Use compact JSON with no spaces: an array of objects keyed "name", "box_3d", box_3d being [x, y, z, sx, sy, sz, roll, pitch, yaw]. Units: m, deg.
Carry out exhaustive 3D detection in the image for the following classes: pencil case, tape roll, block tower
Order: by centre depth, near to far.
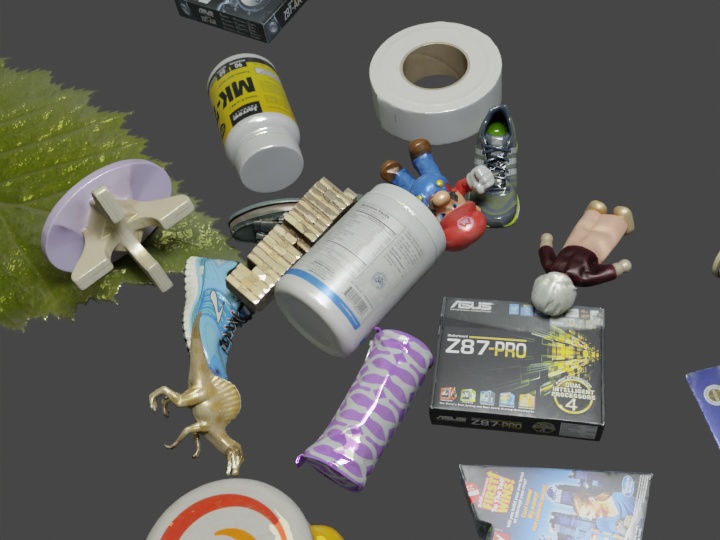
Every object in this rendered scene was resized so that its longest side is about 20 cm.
[{"name":"pencil case","box_3d":[0.010,0.158,1.012,0.085,0.084,0.200,25,63,14]},{"name":"block tower","box_3d":[-0.089,-0.035,1.122,0.058,0.054,0.200,40,70,9]},{"name":"tape roll","box_3d":[0.114,-0.287,1.316,0.202,0.071,0.203,-4,55,5]}]

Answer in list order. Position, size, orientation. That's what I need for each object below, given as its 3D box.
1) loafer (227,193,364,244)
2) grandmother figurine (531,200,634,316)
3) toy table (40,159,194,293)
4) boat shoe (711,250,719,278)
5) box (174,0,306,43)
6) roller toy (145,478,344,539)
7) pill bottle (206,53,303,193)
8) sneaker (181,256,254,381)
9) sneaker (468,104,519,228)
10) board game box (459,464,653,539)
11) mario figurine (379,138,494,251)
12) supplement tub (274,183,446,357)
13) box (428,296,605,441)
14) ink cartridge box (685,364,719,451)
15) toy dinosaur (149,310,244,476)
[{"name":"loafer","box_3d":[-0.083,-0.061,1.192,0.200,0.072,0.063,-9,60,0]},{"name":"grandmother figurine","box_3d":[0.277,-0.013,1.082,0.121,0.061,0.200,10,41,40]},{"name":"toy table","box_3d":[-0.325,-0.059,1.171,0.200,0.184,0.117,-48,45,-9]},{"name":"boat shoe","box_3d":[0.530,-0.040,1.077,0.200,0.075,0.068,-31,51,-14]},{"name":"box","box_3d":[-0.202,-0.489,1.521,0.200,0.044,0.160,23,61,22]},{"name":"roller toy","box_3d":[-0.126,0.316,0.889,0.200,0.140,0.182,26,63,23]},{"name":"pill bottle","box_3d":[-0.155,-0.218,1.282,0.114,0.114,0.200,-19,55,-4]},{"name":"sneaker","box_3d":[-0.181,0.060,1.117,0.090,0.078,0.200,-7,56,-2]},{"name":"sneaker","box_3d":[0.185,-0.145,1.199,0.074,0.081,0.200,-2,56,8]},{"name":"board game box","box_3d":[0.187,0.288,0.909,0.200,0.062,0.200,12,58,18]},{"name":"mario figurine","box_3d":[0.098,-0.108,1.159,0.106,0.124,0.200,4,34,-34]},{"name":"supplement tub","box_3d":[0.000,0.000,1.096,0.132,0.132,0.200,32,65,27]},{"name":"box","box_3d":[0.190,0.115,1.037,0.200,0.049,0.161,4,52,11]},{"name":"ink cartridge box","box_3d":[0.497,0.167,0.958,0.200,0.041,0.200,-14,54,-1]},{"name":"toy dinosaur","box_3d":[-0.197,0.153,1.041,0.101,0.058,0.200,-16,92,2]}]
